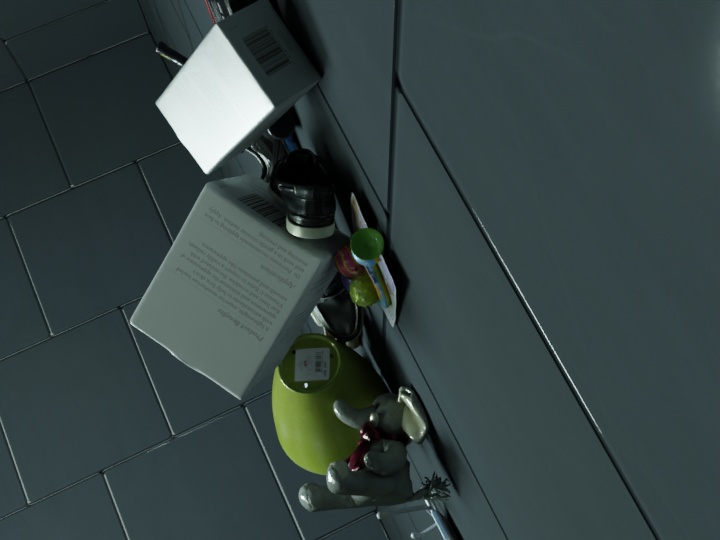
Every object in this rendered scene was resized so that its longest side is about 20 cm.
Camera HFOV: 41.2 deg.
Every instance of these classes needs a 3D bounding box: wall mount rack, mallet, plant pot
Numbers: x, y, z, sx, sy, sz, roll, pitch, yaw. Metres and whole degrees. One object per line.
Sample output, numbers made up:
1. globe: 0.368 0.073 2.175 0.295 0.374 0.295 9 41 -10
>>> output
1. wall mount rack: 0.105 0.417 1.425 0.200 0.074 0.174 60 -176 34
2. mallet: -0.171 -0.230 1.225 0.200 0.041 0.066 32 -177 -7
3. plant pot: -0.054 0.175 1.393 0.188 0.187 0.200 60 173 31

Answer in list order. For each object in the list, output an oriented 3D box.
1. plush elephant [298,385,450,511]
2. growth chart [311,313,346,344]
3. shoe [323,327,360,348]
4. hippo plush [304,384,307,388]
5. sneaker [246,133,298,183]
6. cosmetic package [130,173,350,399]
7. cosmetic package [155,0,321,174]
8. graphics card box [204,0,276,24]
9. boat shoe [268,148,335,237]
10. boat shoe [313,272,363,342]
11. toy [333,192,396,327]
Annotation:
1. plush elephant: 0.023 0.231 1.285 0.165 0.199 0.156 118 151 -63
2. growth chart: -0.094 0.047 1.451 0.200 0.018 0.145 39 173 16
3. shoe: -0.036 0.087 1.526 0.200 0.053 0.070 83 161 -63
4. hippo plush: -0.008 0.222 1.582 0.200 0.159 0.162 11 -115 -48
5. sneaker: -0.143 -0.201 1.295 0.071 0.082 0.200 -144 31 -72
6. cosmetic package: -0.138 0.013 1.158 0.165 0.200 0.165 34 -165 5
7. cosmetic package: -0.134 -0.190 1.015 0.102 0.071 0.200 55 148 -6
8. graphics card box: -0.128 -0.272 1.115 0.200 0.051 0.126 -131 18 -66
9. boat shoe: -0.067 -0.105 1.103 0.200 0.074 0.066 -104 16 -64
10. boat shoe: -0.047 0.008 1.312 0.066 0.074 0.200 -84 -19 -83
11. toy: 0.000 0.000 1.088 0.200 0.047 0.116 98 149 -73
